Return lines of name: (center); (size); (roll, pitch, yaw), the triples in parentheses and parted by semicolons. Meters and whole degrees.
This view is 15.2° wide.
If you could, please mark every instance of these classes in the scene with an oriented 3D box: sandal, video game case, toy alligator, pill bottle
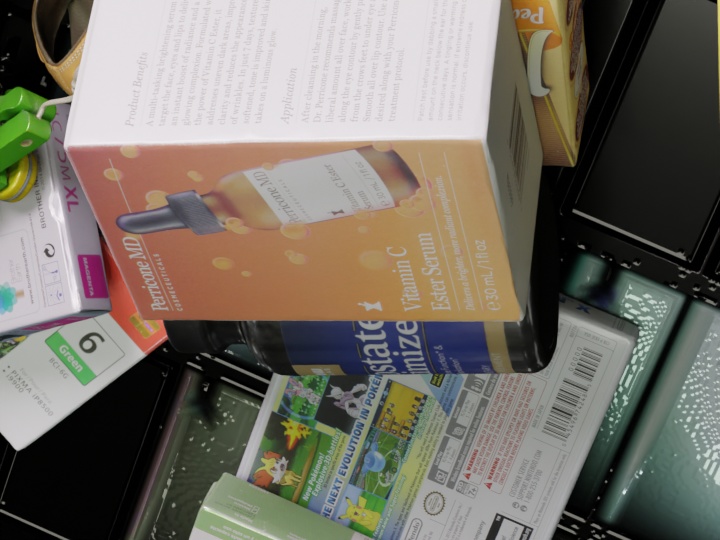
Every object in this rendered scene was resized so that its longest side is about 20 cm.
sandal: (-0.142, -0.132, 1.408); (0.080, 0.054, 0.200); (31, 137, 42)
video game case: (0.039, 0.082, 1.522); (0.182, 0.022, 0.200); (23, 117, 5)
toy alligator: (-0.199, -0.071, 1.422); (0.200, 0.054, 0.059); (-37, 140, 28)
pill bottle: (0.000, 0.000, 1.423); (0.200, 0.112, 0.112); (-1, 112, 12)

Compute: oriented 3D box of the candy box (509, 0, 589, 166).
candy box: (0.048, -0.133, 1.327); (0.115, 0.055, 0.200); (5, 146, 12)

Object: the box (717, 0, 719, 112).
box: (0.210, -0.109, 1.366); (0.050, 0.075, 0.200); (2, 114, 16)

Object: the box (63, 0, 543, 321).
box: (-0.022, -0.058, 1.305); (0.200, 0.106, 0.152); (-1, 146, 13)

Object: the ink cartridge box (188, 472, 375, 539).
ink cartridge box: (-0.049, 0.230, 1.583); (0.145, 0.048, 0.200); (24, 120, 4)

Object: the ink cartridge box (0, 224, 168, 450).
ink cartridge box: (-0.154, 0.003, 1.524); (0.200, 0.050, 0.109); (-36, 98, 26)

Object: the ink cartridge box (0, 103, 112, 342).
ink cartridge box: (-0.236, -0.013, 1.500); (0.200, 0.042, 0.119); (-15, 82, 27)
